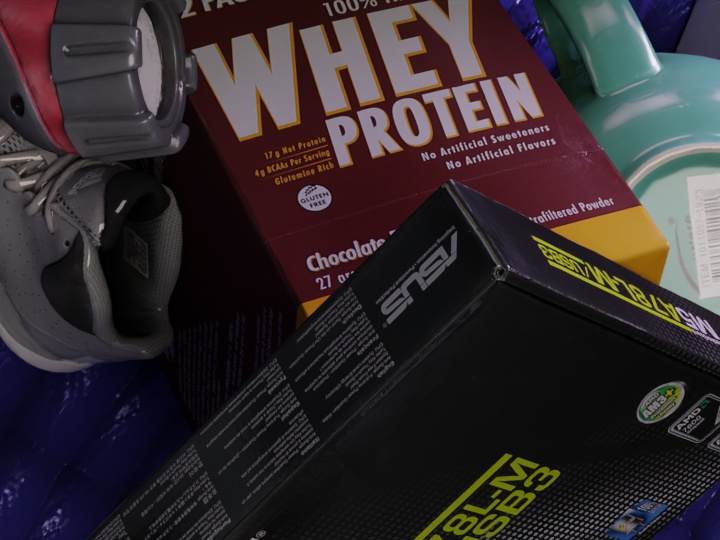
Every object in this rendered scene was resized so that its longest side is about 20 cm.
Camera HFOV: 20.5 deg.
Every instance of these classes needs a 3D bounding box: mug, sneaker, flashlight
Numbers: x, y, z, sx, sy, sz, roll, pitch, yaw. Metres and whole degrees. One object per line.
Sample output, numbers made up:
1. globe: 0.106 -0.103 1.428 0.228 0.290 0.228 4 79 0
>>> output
1. mug: 0.120 -0.024 0.839 0.185 0.114 0.152 35 94 -8
2. sneaker: -0.120 -0.052 0.755 0.075 0.115 0.200 -36 111 -29
3. flashlight: -0.160 -0.066 0.694 0.199 0.068 0.068 -4 120 14

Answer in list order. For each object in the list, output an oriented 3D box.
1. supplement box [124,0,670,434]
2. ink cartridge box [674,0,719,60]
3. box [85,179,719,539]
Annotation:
1. supplement box: 0.000 0.000 0.782 0.132 0.200 0.198 -16 143 -18
2. ink cartridge box: 0.246 -0.053 0.972 0.200 0.083 0.146 20 94 -25
3. box: 0.027 0.075 0.679 0.200 0.048 0.193 -44 145 19
